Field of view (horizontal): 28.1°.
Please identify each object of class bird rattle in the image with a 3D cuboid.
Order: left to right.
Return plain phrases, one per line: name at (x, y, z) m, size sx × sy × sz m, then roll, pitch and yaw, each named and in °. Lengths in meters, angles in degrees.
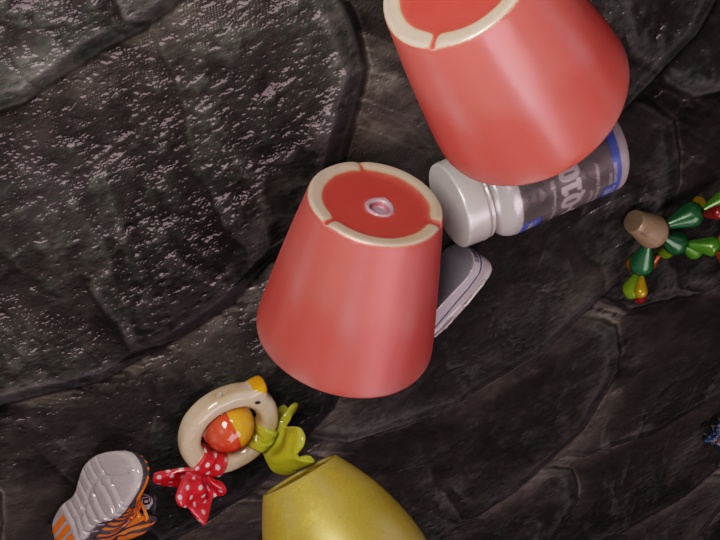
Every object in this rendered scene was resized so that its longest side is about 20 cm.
bird rattle at (-0.164, 0.202, 1.742) m, size 0.198 × 0.113 × 0.164 m, roll -18°, pitch 132°, yaw -8°

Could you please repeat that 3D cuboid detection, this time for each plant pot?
plant pot at (-0.040, 0.308, 1.725) m, size 0.199 × 0.143 × 0.200 m, roll -28°, pitch 178°, yaw -1°
plant pot at (0.000, 0.000, 1.484) m, size 0.199 × 0.201 × 0.179 m, roll -12°, pitch 135°, yaw -31°
plant pot at (0.121, -0.205, 1.279) m, size 0.200 × 0.201 × 0.177 m, roll -35°, pitch 140°, yaw 6°

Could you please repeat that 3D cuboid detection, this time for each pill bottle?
pill bottle at (0.181, -0.106, 1.559) m, size 0.198 × 0.114 × 0.114 m, roll -23°, pitch 150°, yaw -15°

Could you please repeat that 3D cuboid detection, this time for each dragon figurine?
dragon figurine at (0.697, 0.332, 2.755) m, size 0.059 × 0.100 × 0.200 m, roll -35°, pitch 170°, yaw 4°

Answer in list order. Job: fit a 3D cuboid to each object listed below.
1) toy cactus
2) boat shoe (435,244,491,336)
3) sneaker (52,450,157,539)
toy cactus at (0.410, -0.034, 1.922) m, size 0.200 × 0.103 × 0.164 m, roll -39°, pitch 141°, yaw 28°
boat shoe at (0.083, 0.054, 1.745) m, size 0.200 × 0.074 × 0.065 m, roll -42°, pitch 145°, yaw 19°
sneaker at (-0.285, 0.270, 1.731) m, size 0.111 × 0.078 × 0.200 m, roll -6°, pitch 152°, yaw -45°
